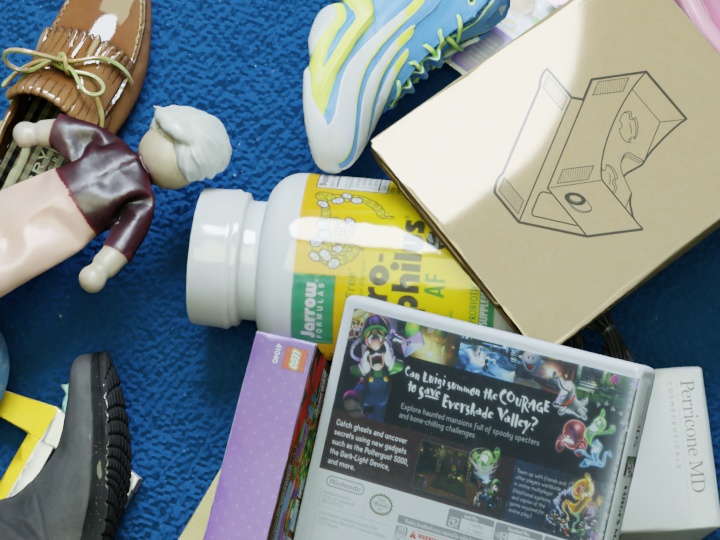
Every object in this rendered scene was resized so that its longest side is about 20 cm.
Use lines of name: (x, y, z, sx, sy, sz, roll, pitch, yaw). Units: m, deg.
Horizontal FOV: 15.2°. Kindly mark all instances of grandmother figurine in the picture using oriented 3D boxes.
grandmother figurine: (-0.171, -0.042, 1.612, 0.200, 0.061, 0.121, -27, 77, -6)

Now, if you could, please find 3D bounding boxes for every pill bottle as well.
pill bottle: (0.000, 0.000, 1.626, 0.199, 0.113, 0.113, 6, 82, 4)

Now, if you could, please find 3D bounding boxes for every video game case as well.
video game case: (0.057, 0.122, 1.512, 0.200, 0.023, 0.182, 13, 92, 34)

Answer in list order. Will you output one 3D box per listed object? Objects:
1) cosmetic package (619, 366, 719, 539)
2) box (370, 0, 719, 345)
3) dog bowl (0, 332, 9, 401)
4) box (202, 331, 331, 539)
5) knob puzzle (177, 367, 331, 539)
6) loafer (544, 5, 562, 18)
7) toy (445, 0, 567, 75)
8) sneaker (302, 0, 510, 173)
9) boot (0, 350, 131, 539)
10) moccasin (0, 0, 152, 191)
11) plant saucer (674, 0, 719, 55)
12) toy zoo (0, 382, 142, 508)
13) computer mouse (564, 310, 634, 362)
cosmetic package: (0.107, 0.116, 1.603, 0.199, 0.074, 0.102, -5, 76, -7)
box: (0.133, -0.067, 1.574, 0.200, 0.021, 0.164, -36, 75, -11)
dog bowl: (-0.293, 0.092, 1.647, 0.111, 0.050, 0.200, 37, 87, 28)
box: (-0.058, 0.146, 1.559, 0.039, 0.137, 0.200, 13, 79, 8)
knob puzzle: (0.001, 0.172, 1.640, 0.219, 0.030, 0.220, 0, 78, 0)
loafer: (0.194, -0.098, 1.628, 0.200, 0.068, 0.076, 28, 98, -6)
toy: (0.156, -0.179, 1.676, 0.115, 0.047, 0.200, 36, 86, 6)
sneaker: (0.031, -0.148, 1.641, 0.105, 0.076, 0.200, 6, 66, 16)
boot: (-0.209, 0.145, 1.621, 0.131, 0.070, 0.201, 1, 77, 8)
moccasin: (-0.189, -0.102, 1.670, 0.074, 0.078, 0.202, 29, 84, 9)
plant saucer: (0.277, -0.189, 1.651, 0.200, 0.051, 0.201, 3, 75, -11)
toy zoo: (-0.224, 0.157, 1.662, 0.131, 0.020, 0.200, 28, 84, 7)
computer mouse: (0.150, 0.006, 1.621, 0.059, 0.034, 0.200, 20, 53, -9)
